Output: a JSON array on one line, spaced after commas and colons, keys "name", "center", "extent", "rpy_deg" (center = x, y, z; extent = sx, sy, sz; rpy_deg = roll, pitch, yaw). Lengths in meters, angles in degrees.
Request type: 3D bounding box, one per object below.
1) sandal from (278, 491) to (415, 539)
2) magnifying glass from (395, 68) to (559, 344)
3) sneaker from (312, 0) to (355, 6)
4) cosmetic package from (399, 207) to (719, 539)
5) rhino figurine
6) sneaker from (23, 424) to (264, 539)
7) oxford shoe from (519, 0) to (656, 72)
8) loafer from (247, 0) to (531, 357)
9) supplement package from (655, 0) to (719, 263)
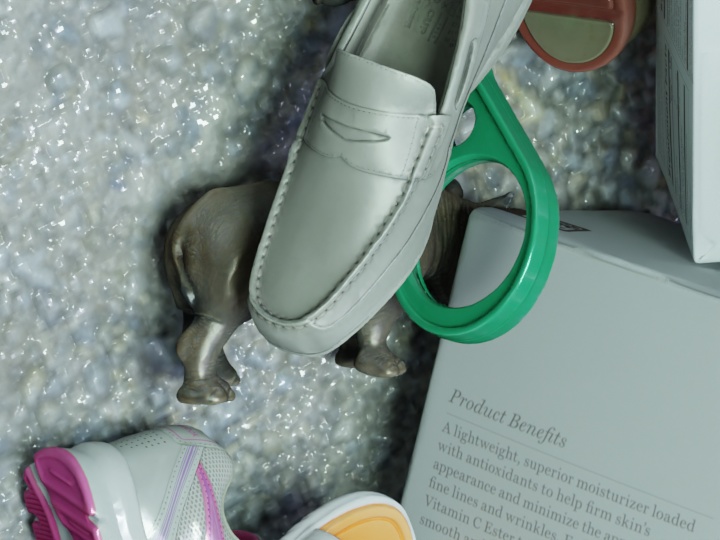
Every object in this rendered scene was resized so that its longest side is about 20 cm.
[{"name": "sandal", "center": [-0.037, 0.176, 1.105], "extent": [0.207, 0.059, 0.079], "rpy_deg": [-42, 124, -25]}, {"name": "magnifying glass", "center": [0.043, -0.066, 1.139], "extent": [0.022, 0.079, 0.201], "rpy_deg": [18, 61, -46]}, {"name": "sneaker", "center": [-0.079, -0.161, 1.076], "extent": [0.106, 0.075, 0.200], "rpy_deg": [-38, 124, -3]}, {"name": "cosmetic package", "center": [0.131, 0.090, 1.193], "extent": [0.165, 0.165, 0.201], "rpy_deg": [1, 106, -55]}, {"name": "rhino figurine", "center": [0.000, 0.000, 1.171], "extent": [0.199, 0.060, 0.088], "rpy_deg": [-8, 99, -35]}, {"name": "sneaker", "center": [-0.071, 0.152, 1.155], "extent": [0.088, 0.081, 0.201], "rpy_deg": [-23, 118, -28]}, {"name": "oxford shoe", "center": [0.087, -0.190, 1.185], "extent": [0.075, 0.070, 0.201], "rpy_deg": [-35, 122, -54]}, {"name": "loafer", "center": [0.006, -0.063, 1.089], "extent": [0.200, 0.070, 0.070], "rpy_deg": [-66, 152, -14]}, {"name": "supplement package", "center": [0.228, -0.101, 1.151], "extent": [0.199, 0.111, 0.156], "rpy_deg": [-4, 117, -1]}]
